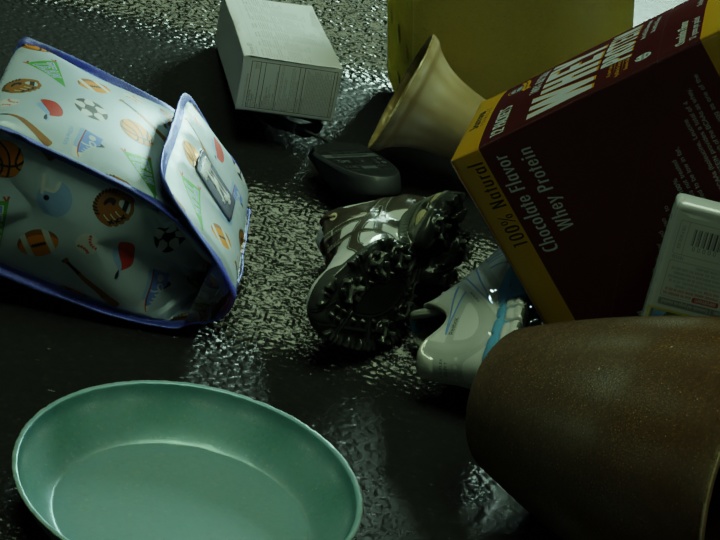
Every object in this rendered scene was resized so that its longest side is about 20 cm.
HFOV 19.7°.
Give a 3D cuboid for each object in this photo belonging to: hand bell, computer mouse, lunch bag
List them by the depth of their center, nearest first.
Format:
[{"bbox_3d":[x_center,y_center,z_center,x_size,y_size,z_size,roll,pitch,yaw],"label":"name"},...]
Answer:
[{"bbox_3d":[-0.168,-0.054,1.406,0.200,0.124,0.170,26,25,-11],"label":"lunch bag"},{"bbox_3d":[-0.032,-0.092,1.631,0.059,0.034,0.200,-3,25,-31],"label":"computer mouse"},{"bbox_3d":[0.117,-0.092,1.636,0.200,0.104,0.104,30,27,-5],"label":"hand bell"}]

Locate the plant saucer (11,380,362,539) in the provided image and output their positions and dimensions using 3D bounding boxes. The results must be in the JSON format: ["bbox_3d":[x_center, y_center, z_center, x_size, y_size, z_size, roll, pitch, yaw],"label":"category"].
[{"bbox_3d":[-0.100,0.131,1.174,0.200,0.036,0.200,10,27,-5],"label":"plant saucer"}]

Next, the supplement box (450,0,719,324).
[{"bbox_3d":[0.201,-0.053,1.367,0.200,0.197,0.133,-26,14,21],"label":"supplement box"}]

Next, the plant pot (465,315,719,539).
[{"bbox_3d":[0.167,0.100,1.218,0.200,0.187,0.187,17,24,39],"label":"plant pot"}]

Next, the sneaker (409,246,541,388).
[{"bbox_3d":[0.079,0.025,1.415,0.086,0.075,0.200,-1,19,12],"label":"sneaker"}]

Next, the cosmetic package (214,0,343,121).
[{"bbox_3d":[-0.071,-0.179,1.723,0.082,0.051,0.200,9,20,-12],"label":"cosmetic package"}]

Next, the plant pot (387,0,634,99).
[{"bbox_3d":[0.117,-0.205,1.740,0.176,0.200,0.200,-4,30,-7],"label":"plant pot"}]

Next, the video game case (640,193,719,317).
[{"bbox_3d":[0.272,0.059,1.307,0.200,0.182,0.023,14,22,2],"label":"video game case"}]

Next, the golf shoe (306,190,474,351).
[{"bbox_3d":[0.000,0.000,1.439,0.094,0.078,0.200,7,21,27],"label":"golf shoe"}]
